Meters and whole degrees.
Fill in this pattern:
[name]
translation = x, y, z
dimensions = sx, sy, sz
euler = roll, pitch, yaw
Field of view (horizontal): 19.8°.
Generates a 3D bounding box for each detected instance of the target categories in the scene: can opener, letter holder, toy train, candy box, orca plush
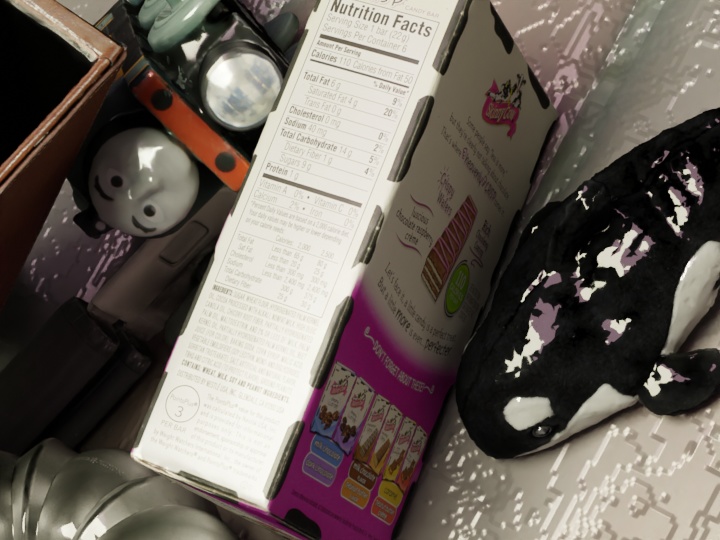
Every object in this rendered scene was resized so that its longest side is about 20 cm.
[can opener]
translation = -0.108, 0.041, 0.864
dimensions = 0.200, 0.053, 0.067
euler = -43, 57, 8
[letter holder]
translation = -0.186, -0.006, 0.737
dimensions = 0.100, 0.200, 0.142
euler = 34, 48, -2
[toy train]
translation = -0.076, -0.072, 0.834
dimensions = 0.114, 0.085, 0.200
euler = -46, 20, 5
[candy box]
translation = 0.000, 0.000, 0.766
dimensions = 0.061, 0.136, 0.201
euler = 19, 79, 22
[orca plush]
translation = 0.107, -0.010, 0.753
dimensions = 0.199, 0.071, 0.106
euler = -30, 59, 16

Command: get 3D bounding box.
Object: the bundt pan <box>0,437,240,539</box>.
[bundt pan]
translation = -0.126, 0.136, 0.760
dimensions = 0.201, 0.076, 0.202
euler = -5, 35, 3
